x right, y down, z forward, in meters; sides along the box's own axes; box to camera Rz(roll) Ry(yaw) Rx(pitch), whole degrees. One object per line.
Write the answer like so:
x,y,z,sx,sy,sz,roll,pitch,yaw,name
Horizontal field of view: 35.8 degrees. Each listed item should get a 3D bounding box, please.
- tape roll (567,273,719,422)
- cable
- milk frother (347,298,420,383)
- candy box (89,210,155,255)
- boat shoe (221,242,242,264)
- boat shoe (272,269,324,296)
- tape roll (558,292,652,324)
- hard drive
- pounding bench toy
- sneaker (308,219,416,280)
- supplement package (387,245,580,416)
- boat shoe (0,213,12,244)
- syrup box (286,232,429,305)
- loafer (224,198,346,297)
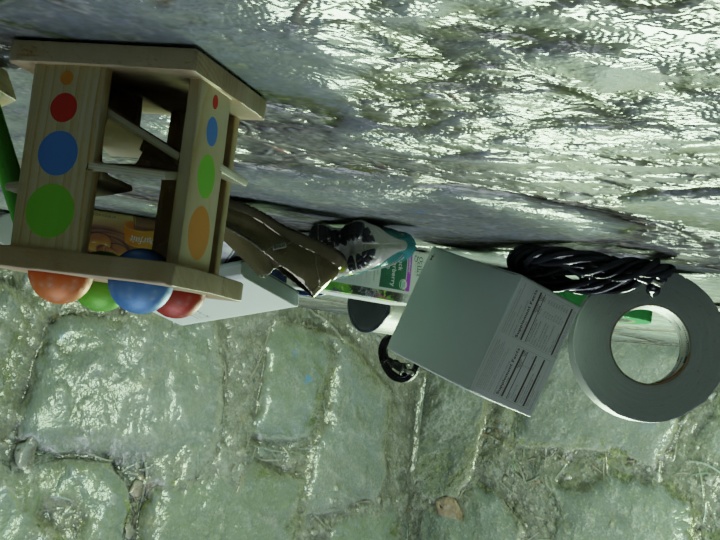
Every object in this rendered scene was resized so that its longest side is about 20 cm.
0.377,0.099,1.470,0.199,0.201,0.066,6,174,5,tape roll
0.278,0.003,1.364,0.199,0.051,0.163,8,177,4,cable
0.058,0.104,2.024,0.188,0.201,0.180,11,178,-39,milk frother
-0.316,-0.015,1.598,0.199,0.116,0.055,9,164,-16,candy box
-0.155,-0.039,1.453,0.066,0.070,0.200,9,167,-11,boat shoe
-0.132,-0.010,1.773,0.199,0.073,0.072,17,180,-1,boat shoe
0.385,0.055,1.855,0.199,0.048,0.200,7,176,1,tape roll
-0.202,0.033,1.507,0.199,0.026,0.132,-11,155,29,hard drive
-0.182,-0.054,0.723,0.199,0.157,0.124,6,175,15,pounding bench toy
-0.006,-0.021,1.393,0.079,0.078,0.200,-1,180,-32,sneaker
0.154,0.075,1.446,0.111,0.156,0.200,26,178,-31,supplement package
-0.516,-0.048,1.818,0.199,0.072,0.066,12,177,-40,boat shoe
0.000,0.000,1.573,0.199,0.079,0.081,11,174,-37,syrup box
-0.115,-0.028,1.305,0.199,0.068,0.076,23,172,-8,loafer
